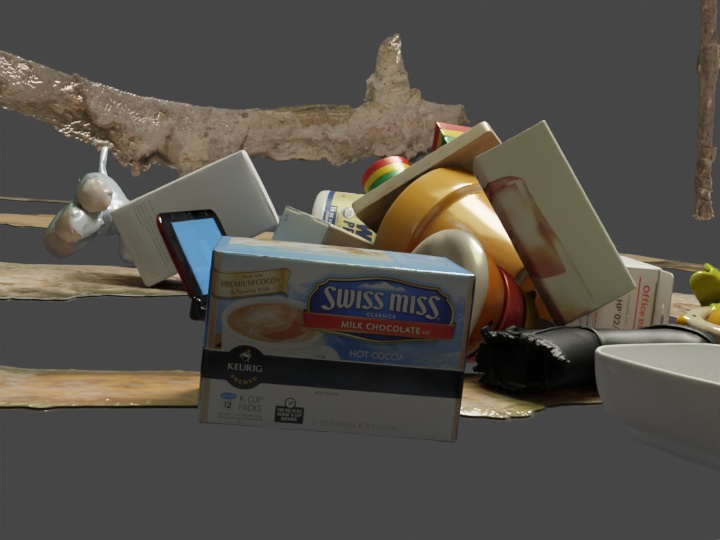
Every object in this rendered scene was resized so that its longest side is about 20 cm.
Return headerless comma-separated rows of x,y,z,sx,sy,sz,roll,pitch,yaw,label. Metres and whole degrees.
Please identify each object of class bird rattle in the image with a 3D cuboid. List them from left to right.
0.511,0.081,1.404,0.163,0.113,0.200,-15,31,-40,bird rattle

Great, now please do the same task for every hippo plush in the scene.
-0.392,-0.065,1.662,0.161,0.159,0.200,36,13,-19,hippo plush

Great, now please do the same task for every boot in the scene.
0.221,0.085,1.011,0.198,0.073,0.162,2,0,42,boot

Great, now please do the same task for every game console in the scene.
-0.137,-0.005,1.271,0.172,0.119,0.200,7,7,11,game console

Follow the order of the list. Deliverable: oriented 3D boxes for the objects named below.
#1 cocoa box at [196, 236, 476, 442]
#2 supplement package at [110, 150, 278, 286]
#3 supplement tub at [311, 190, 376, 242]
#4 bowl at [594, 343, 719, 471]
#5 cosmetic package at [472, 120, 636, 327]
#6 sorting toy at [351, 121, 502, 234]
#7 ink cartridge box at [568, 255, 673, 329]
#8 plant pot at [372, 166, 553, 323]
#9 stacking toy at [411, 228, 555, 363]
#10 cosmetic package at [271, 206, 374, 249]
-0.022,0.049,0.833,0.200,0.131,0.133,6,6,-6,cocoa box
-0.226,-0.075,1.469,0.200,0.117,0.117,-25,7,-1,supplement package
0.022,-0.050,1.714,0.200,0.145,0.144,6,6,5,supplement tub
0.307,0.112,0.848,0.200,0.075,0.200,0,9,-38,bowl
0.204,-0.046,1.131,0.087,0.200,0.103,-28,-8,4,cosmetic package
0.105,-0.114,1.399,0.200,0.070,0.199,-31,-30,13,sorting toy
0.304,0.044,1.271,0.068,0.115,0.200,5,6,-6,ink cartridge box
0.145,-0.001,1.280,0.200,0.200,0.183,0,24,-43,plant pot
0.144,0.051,1.127,0.200,0.146,0.146,20,-2,-32,stacking toy
-0.012,-0.009,1.368,0.200,0.071,0.105,23,1,-41,cosmetic package
